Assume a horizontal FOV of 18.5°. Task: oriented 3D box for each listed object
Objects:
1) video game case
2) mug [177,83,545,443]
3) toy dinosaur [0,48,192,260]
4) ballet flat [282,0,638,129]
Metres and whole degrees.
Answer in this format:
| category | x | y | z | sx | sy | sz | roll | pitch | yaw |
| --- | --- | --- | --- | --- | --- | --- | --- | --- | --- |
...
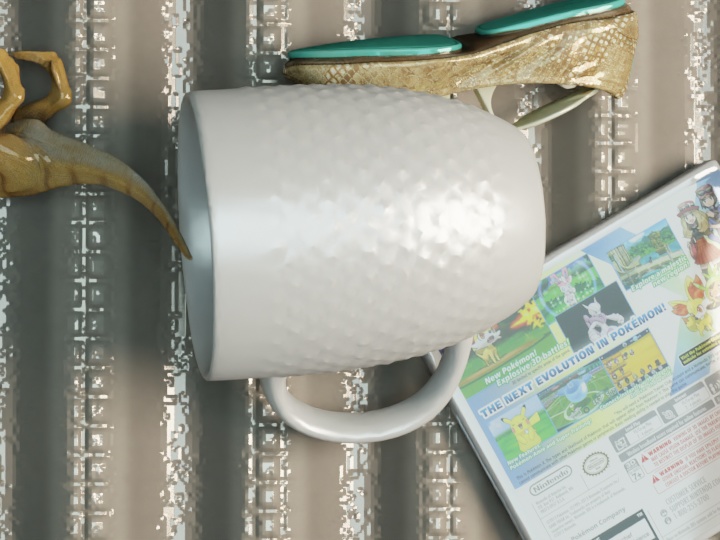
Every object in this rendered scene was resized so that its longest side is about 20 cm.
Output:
| category | x | y | z | sx | sy | sz | roll | pitch | yaw |
| --- | --- | --- | --- | --- | --- | --- | --- | --- | --- |
| video game case | 0.156 | 0.065 | 1.233 | 0.199 | 0.022 | 0.183 | -30 | 93 | -8 |
| mug | 0.000 | 0.000 | 1.150 | 0.174 | 0.148 | 0.201 | -4 | 116 | -10 |
| toy dinosaur | -0.175 | -0.063 | 1.167 | 0.198 | 0.060 | 0.107 | 2 | 93 | 12 |
| ballet flat | 0.058 | -0.103 | 1.203 | 0.198 | 0.071 | 0.066 | -9 | 104 | -5 |
